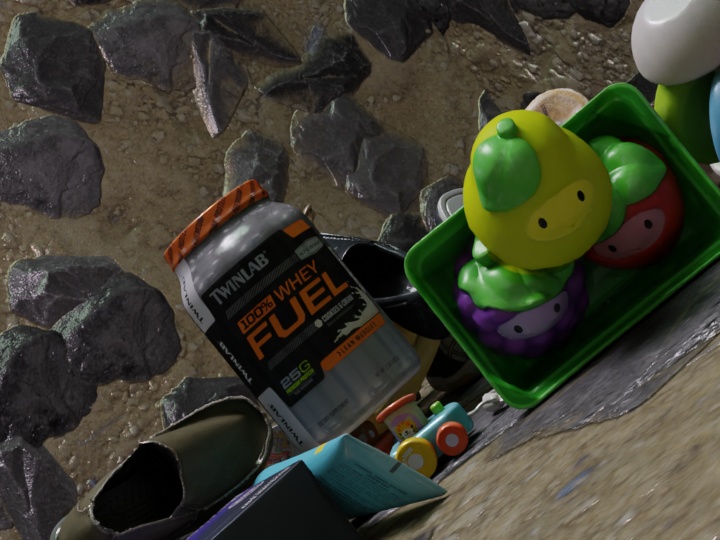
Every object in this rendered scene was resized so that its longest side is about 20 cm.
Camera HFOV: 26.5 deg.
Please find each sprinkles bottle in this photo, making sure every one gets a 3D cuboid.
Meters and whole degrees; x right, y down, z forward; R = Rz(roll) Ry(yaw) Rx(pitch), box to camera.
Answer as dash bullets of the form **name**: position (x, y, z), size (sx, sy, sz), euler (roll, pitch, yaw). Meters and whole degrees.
- **sprinkles bottle**: position (0.200, -0.096, 1.367), size (0.068, 0.069, 0.200), euler (-38, -26, 8)

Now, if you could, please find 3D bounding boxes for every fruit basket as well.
- **fruit basket**: position (0.133, -0.026, 1.007), size (0.215, 0.156, 0.216), euler (-38, -7, -6)

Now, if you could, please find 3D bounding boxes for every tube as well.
- **tube**: position (-0.018, 0.145, 1.038), size (0.200, 0.077, 0.051), euler (-29, 38, 62)

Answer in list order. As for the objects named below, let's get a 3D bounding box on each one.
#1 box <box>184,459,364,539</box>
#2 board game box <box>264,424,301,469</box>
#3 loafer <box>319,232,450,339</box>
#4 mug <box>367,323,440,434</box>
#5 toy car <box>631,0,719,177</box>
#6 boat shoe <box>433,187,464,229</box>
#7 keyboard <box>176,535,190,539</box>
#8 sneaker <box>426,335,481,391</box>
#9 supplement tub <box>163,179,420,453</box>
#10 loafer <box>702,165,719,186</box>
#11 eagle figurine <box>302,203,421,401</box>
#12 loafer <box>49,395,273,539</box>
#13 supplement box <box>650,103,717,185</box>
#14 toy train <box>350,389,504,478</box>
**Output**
- **box**: position (-0.109, 0.225, 1.004), size (0.200, 0.079, 0.141), euler (-39, 3, -30)
- **board game box**: position (-0.136, 0.183, 1.224), size (0.199, 0.034, 0.134), euler (-21, -12, -48)
- **loafer**: position (0.000, 0.000, 1.271), size (0.199, 0.070, 0.068), euler (19, 70, 40)
- **mug**: position (0.005, 0.069, 1.360), size (0.154, 0.185, 0.149), euler (-61, -30, -7)
- **toy car**: position (0.291, -0.133, 1.008), size (0.199, 0.175, 0.150), euler (-38, 37, 10)
- **boat shoe**: position (0.139, -0.020, 1.370), size (0.198, 0.076, 0.060), euler (15, -45, -31)
- **keyboard**: position (-0.192, 0.237, 1.144), size (0.104, 0.040, 0.200), euler (-45, -8, 7)
- **sneaker**: position (0.103, 0.041, 1.365), size (0.076, 0.088, 0.200), euler (-41, 0, -34)
- **supplement tub**: position (-0.056, 0.036, 1.199), size (0.122, 0.200, 0.123), euler (-40, -3, -2)
- **loafer**: position (0.267, -0.081, 1.343), size (0.199, 0.068, 0.076), euler (-39, 0, 9)
- **eagle figurine**: position (0.002, 0.029, 1.491), size (0.151, 0.199, 0.152), euler (-49, -8, -27)
- **loafer**: position (-0.130, 0.151, 1.091), size (0.200, 0.075, 0.070), euler (-38, -9, -39)
- **supplement box**: position (0.174, -0.024, 1.194), size (0.199, 0.104, 0.101), euler (-37, -1, -25)
- **toy train**: position (0.028, 0.125, 1.151), size (0.150, 0.056, 0.200), euler (-40, 1, -44)
